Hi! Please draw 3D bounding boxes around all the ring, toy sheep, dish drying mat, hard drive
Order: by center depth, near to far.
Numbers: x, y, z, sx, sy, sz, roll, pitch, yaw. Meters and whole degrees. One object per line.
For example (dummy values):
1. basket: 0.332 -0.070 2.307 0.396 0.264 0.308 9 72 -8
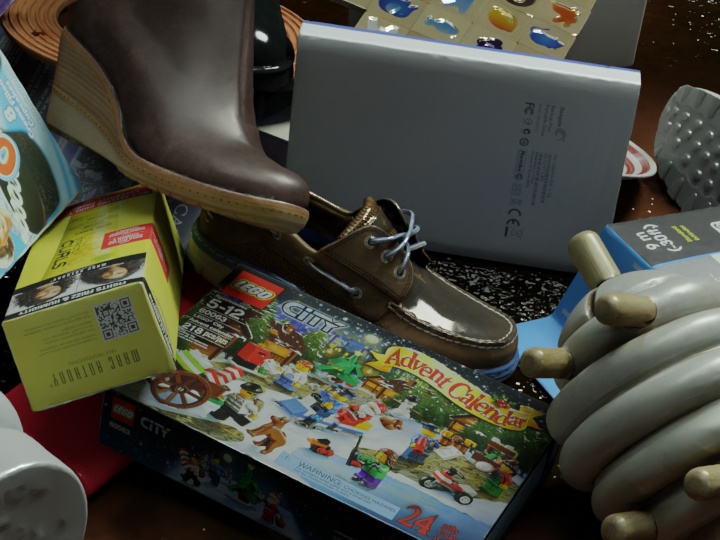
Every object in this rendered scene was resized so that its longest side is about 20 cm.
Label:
1. toy sheep: 0.150 0.066 0.892 0.137 0.138 0.202 -11 69 -27
2. dish drying mat: -0.111 0.053 0.978 0.076 0.018 0.200 27 36 21
3. hard drive: 0.056 -0.071 1.097 0.198 0.133 0.025 9 33 2
4. ring: -0.125 -0.146 1.151 0.198 0.019 0.201 7 26 -3

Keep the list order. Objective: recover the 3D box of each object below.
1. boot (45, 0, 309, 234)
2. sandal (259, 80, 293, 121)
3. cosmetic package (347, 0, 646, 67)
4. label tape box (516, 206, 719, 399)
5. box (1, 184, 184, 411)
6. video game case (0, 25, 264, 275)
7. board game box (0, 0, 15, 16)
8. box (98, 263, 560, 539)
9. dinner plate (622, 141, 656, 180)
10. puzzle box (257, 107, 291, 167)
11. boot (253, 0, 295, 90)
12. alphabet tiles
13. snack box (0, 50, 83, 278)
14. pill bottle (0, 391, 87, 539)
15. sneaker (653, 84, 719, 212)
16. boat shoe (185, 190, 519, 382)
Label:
1. boot: -0.080 -0.123 0.989 0.199 0.168 0.072 27 5 34
2. sandal: -0.101 -0.112 1.171 0.199 0.045 0.075 -31 55 -20
3. cosmetic package: 0.101 -0.196 1.345 0.198 0.091 0.107 -14 40 -24
4. label tape box: 0.197 0.031 1.032 0.198 0.064 0.144 -9 35 -25
5. box: -0.132 0.008 0.949 0.075 0.051 0.200 -16 16 2
6. video game case: -0.174 -0.073 1.109 0.198 0.019 0.144 16 58 11
7. board game box: -0.297 -0.108 1.068 0.164 0.057 0.200 -28 21 28
8. box: -0.011 0.079 0.923 0.199 0.038 0.137 24 36 16
9. dinner plate: 0.098 -0.095 1.205 0.198 0.024 0.200 18 15 -5
10. puzzle box: -0.069 -0.122 1.251 0.199 0.026 0.133 22 35 22
11. boot: -0.075 -0.213 1.096 0.073 0.164 0.199 1 27 -12
12. alphabet tiles: 0.072 -0.191 1.258 0.165 0.006 0.201 24 45 8
13. snack box: -0.228 -0.098 0.956 0.037 0.201 0.116 -21 19 25
14. pill bottle: -0.221 0.078 0.830 0.199 0.110 0.109 31 39 32
15. sneaker: 0.268 -0.052 1.182 0.080 0.077 0.200 -3 37 -36
16. boat shoe: 0.000 0.000 1.015 0.198 0.073 0.072 22 30 5
